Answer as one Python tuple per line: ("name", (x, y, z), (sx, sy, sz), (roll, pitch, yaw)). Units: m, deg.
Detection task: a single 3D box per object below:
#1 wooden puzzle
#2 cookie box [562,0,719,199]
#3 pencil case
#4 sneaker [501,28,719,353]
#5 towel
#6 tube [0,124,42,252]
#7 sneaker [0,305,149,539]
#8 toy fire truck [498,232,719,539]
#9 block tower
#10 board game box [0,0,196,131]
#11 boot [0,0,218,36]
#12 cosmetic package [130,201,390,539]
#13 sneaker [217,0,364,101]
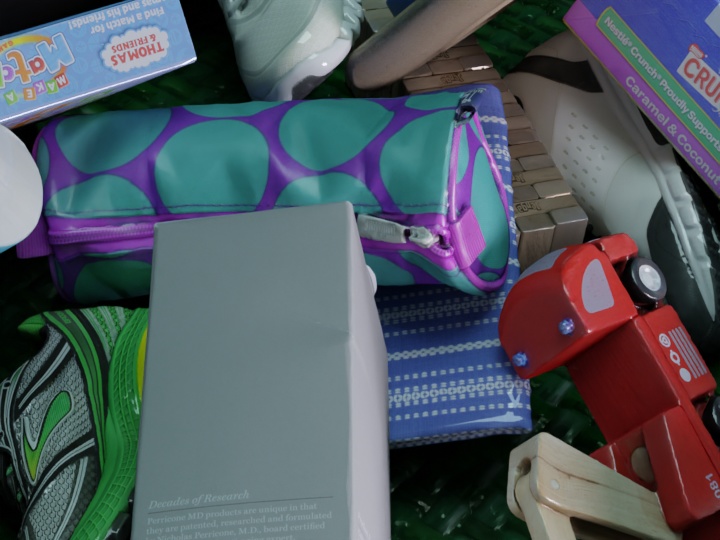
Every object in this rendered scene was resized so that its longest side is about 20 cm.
("wooden puzzle", (0.099, -0.167, 0.881), (0.199, 0.185, 0.047), (-31, 89, -37))
("cookie box", (0.221, -0.103, 0.915), (0.199, 0.075, 0.172), (-22, 68, -48))
("pencil case", (-0.039, -0.030, 0.793), (0.198, 0.086, 0.093), (-2, 21, 15))
("sneaker", (0.128, -0.037, 0.914), (0.080, 0.074, 0.201), (-30, 53, 15))
("towel", (0.000, 0.000, 0.831), (0.143, 0.024, 0.202), (-9, 49, 9))
("tube", (-0.201, 0.000, 0.746), (0.051, 0.199, 0.078), (53, 42, -11))
("sneaker", (-0.114, 0.087, 0.732), (0.084, 0.079, 0.201), (1, 33, 2))
("toy fire truck", (0.100, 0.088, 0.727), (0.140, 0.049, 0.201), (-17, 74, -47))
("block tower", (0.050, -0.059, 0.922), (0.053, 0.058, 0.201), (-9, 46, -17))
("board game box", (-0.180, -0.072, 0.821), (0.150, 0.037, 0.199), (-22, 6, -28))
("boot", (-0.169, -0.225, 0.986), (0.187, 0.068, 0.202), (-20, 78, -35))
("cosmetic package", (-0.033, 0.084, 0.685), (0.089, 0.107, 0.201), (-8, 49, 5))
("sneaker", (-0.052, -0.151, 0.932), (0.081, 0.075, 0.201), (41, 20, -32))
